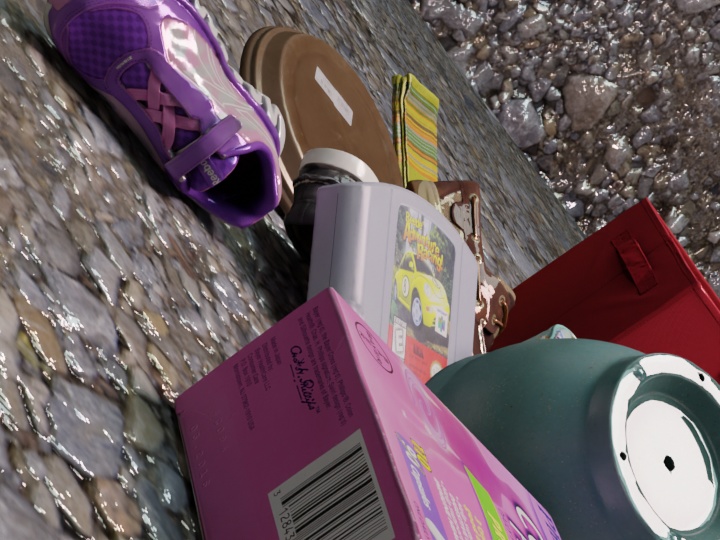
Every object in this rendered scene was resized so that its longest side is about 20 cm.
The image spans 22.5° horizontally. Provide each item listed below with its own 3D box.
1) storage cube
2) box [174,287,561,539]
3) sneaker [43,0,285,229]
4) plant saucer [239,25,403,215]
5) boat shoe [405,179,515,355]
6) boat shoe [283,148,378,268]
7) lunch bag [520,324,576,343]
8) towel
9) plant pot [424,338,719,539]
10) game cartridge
[{"bbox_3d":[0.215,0.087,1.419,0.200,0.179,0.171,51,11,-23],"label":"storage cube"},{"bbox_3d":[0.023,0.140,0.812,0.200,0.096,0.176,48,12,-33],"label":"box"},{"bbox_3d":[-0.104,-0.094,1.050,0.200,0.080,0.089,45,22,-44],"label":"sneaker"},{"bbox_3d":[-0.022,-0.094,1.351,0.200,0.029,0.201,44,33,-39],"label":"plant saucer"},{"bbox_3d":[0.082,0.025,1.335,0.072,0.072,0.201,114,-33,-63],"label":"boat shoe"},{"bbox_3d":[0.000,0.000,1.234,0.200,0.074,0.061,66,40,-52],"label":"boat shoe"},{"bbox_3d":[0.118,0.140,1.160,0.161,0.077,0.200,59,30,-8],"label":"lunch bag"},{"bbox_3d":[0.050,-0.053,1.465,0.086,0.018,0.201,23,63,-64],"label":"towel"},{"bbox_3d":[0.136,0.121,1.010,0.200,0.134,0.201,19,57,-33],"label":"plant pot"},{"bbox_3d":[0.025,0.019,1.169,0.200,0.041,0.134,31,56,-60],"label":"game cartridge"}]
